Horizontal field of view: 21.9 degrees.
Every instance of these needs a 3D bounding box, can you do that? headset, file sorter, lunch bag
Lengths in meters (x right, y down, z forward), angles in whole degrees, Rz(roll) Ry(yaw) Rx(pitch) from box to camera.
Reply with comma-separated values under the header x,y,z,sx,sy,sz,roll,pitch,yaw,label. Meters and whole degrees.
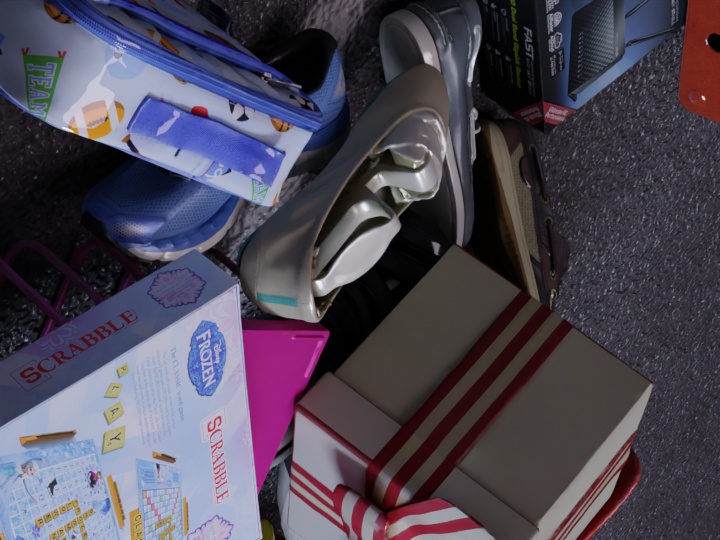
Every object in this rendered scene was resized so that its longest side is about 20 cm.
x,y,z,sx,sy,sz,roll,pitch,yaw,label
0.000,0.000,1.219,0.124,0.093,0.201,-47,147,-23,headset
-0.146,0.063,1.069,0.199,0.125,0.140,2,118,-50,file sorter
-0.112,-0.104,0.931,0.199,0.160,0.076,17,108,-54,lunch bag

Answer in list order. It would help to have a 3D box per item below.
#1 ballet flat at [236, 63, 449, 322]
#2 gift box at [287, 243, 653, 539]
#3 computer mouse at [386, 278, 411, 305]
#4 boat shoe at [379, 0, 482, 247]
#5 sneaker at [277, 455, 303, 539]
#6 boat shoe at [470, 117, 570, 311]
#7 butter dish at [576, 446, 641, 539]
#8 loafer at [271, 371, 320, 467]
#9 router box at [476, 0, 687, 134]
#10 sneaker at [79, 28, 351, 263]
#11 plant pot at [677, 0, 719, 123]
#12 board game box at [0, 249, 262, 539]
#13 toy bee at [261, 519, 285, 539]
x,y,z,sx,sy,sz,roll,pitch,yaw,label
0.009,-0.045,1.095,0.200,0.069,0.070,-50,148,-26,ballet flat
0.068,0.129,1.157,0.187,0.199,0.185,-44,155,-27,gift box
0.035,0.025,1.332,0.199,0.044,0.110,-37,140,-27,computer mouse
0.060,-0.094,1.228,0.061,0.073,0.201,-32,136,-22,boat shoe
-0.018,0.193,1.311,0.073,0.080,0.203,-9,102,-31,sneaker
0.115,-0.009,1.289,0.064,0.073,0.202,-13,93,-29,boat shoe
0.067,0.135,1.345,0.200,0.200,0.148,-45,131,5,butter dish
-0.105,0.107,1.215,0.199,0.072,0.063,-30,133,-27,loafer
0.148,-0.211,1.236,0.150,0.062,0.201,-39,144,-23,router box
-0.084,-0.080,1.064,0.200,0.078,0.090,-39,148,-34,sneaker
0.329,-0.191,1.317,0.176,0.199,0.201,-46,148,-35,plant pot
-0.144,0.116,0.971,0.199,0.041,0.201,-31,139,-29,board game box
-0.100,0.249,1.310,0.199,0.108,0.132,-27,139,-35,toy bee
